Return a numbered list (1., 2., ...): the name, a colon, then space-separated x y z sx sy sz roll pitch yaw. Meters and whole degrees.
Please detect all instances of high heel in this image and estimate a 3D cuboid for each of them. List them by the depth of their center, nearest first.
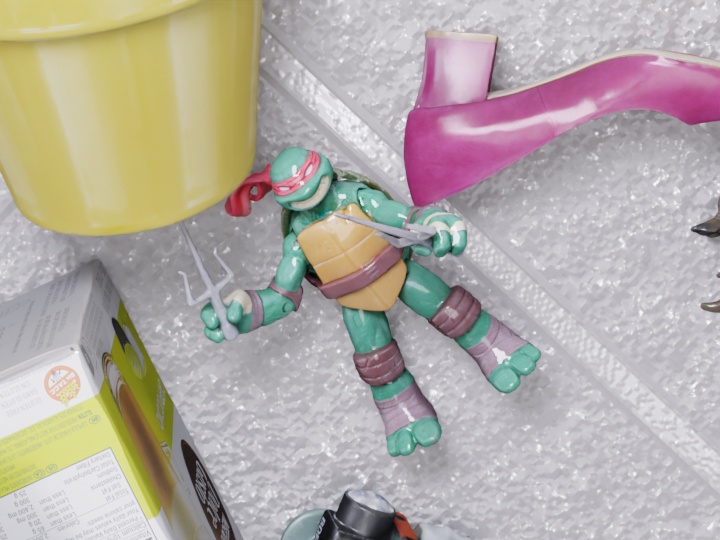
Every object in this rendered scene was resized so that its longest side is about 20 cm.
1. high heel: 0.123 -0.072 1.432 0.199 0.067 0.096 6 93 4

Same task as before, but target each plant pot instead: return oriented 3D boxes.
1. plant pot: -0.130 -0.129 1.368 0.200 0.201 0.189 -9 117 2

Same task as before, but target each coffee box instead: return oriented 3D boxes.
1. coffee box: -0.186 0.140 1.416 0.200 0.200 0.198 -25 102 4

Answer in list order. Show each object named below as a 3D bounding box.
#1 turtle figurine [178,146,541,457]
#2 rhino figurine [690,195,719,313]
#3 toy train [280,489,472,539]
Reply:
1. turtle figurine: 0.000 0.000 1.436 0.149 0.101 0.200 -26 119 27
2. rhino figurine: 0.244 -0.058 1.444 0.087 0.060 0.200 38 102 6
3. toy train: -0.006 0.221 1.500 0.114 0.085 0.201 19 100 -17
